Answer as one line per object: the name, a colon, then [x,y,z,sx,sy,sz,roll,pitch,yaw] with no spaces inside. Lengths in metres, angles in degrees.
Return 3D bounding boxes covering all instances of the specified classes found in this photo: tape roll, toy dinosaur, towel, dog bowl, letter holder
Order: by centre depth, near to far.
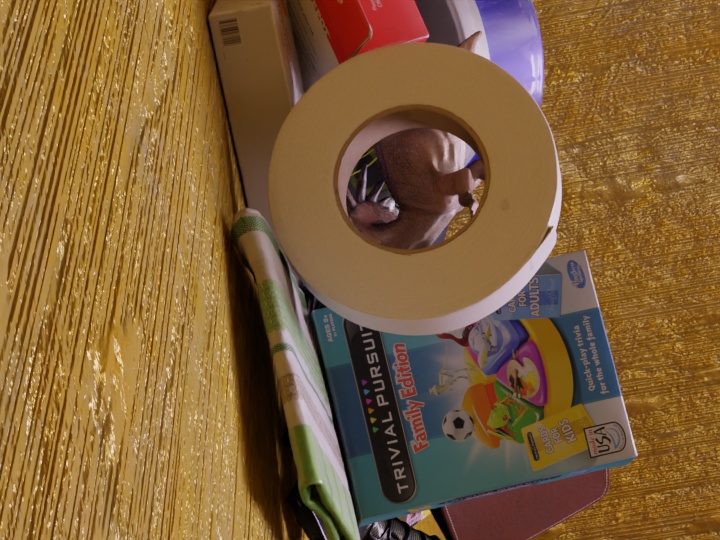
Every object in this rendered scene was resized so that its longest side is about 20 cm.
towel: [-0.045,0.076,1.491,0.149,0.031,0.201,65,10,-62]
tape roll: [0.037,-0.056,1.528,0.037,0.202,0.204,67,15,-70]
toy dinosaur: [0.038,-0.084,1.617,0.086,0.135,0.201,30,61,-61]
letter holder: [0.102,0.115,1.718,0.101,0.142,0.200,60,-5,37]
dog bowl: [0.061,-0.177,1.856,0.200,0.079,0.201,29,-54,51]

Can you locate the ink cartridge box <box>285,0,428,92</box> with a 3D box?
ink cartridge box: [-0.017,-0.187,1.637,0.117,0.067,0.200,66,-23,10]

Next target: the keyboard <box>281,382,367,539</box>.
keyboard: [-0.024,0.135,1.620,0.104,0.039,0.200,66,20,-16]

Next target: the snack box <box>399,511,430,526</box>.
snack box: [0.061,0.115,1.993,0.142,0.053,0.201,-25,128,-65]

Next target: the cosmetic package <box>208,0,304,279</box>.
cosmetic package: [-0.062,-0.100,1.618,0.083,0.050,0.201,-88,167,-71]

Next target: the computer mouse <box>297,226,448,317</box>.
computer mouse: [0.000,0.000,1.785,0.200,0.053,0.139,-51,149,-29]

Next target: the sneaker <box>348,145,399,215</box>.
sneaker: [0.033,-0.081,1.713,0.074,0.084,0.201,47,40,-39]

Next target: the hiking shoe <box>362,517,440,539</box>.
hiking shoe: [0.029,0.213,1.716,0.076,0.100,0.201,-92,166,-60]

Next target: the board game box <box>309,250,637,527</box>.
board game box: [0.078,0.083,1.586,0.047,0.199,0.152,104,-27,-77]
